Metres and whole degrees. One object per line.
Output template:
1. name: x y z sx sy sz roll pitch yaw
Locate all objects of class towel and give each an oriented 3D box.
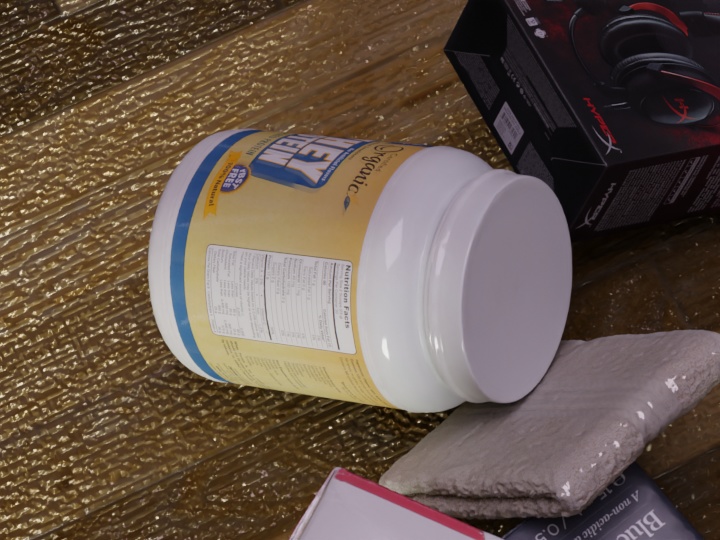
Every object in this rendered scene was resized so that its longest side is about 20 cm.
1. towel: 0.102 0.085 1.397 0.133 0.200 0.034 -41 104 -23

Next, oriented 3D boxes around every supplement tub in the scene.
1. supplement tub: 0.000 0.000 1.442 0.200 0.145 0.145 7 65 31

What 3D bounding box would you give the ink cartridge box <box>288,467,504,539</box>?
1. ink cartridge box: 0.044 0.185 1.219 0.148 0.200 0.086 22 71 16

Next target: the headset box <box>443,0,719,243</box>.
1. headset box: 0.172 -0.108 1.500 0.200 0.075 0.149 -11 58 -30

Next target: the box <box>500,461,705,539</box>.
1. box: 0.124 0.236 1.361 0.197 0.117 0.200 -37 67 -10
